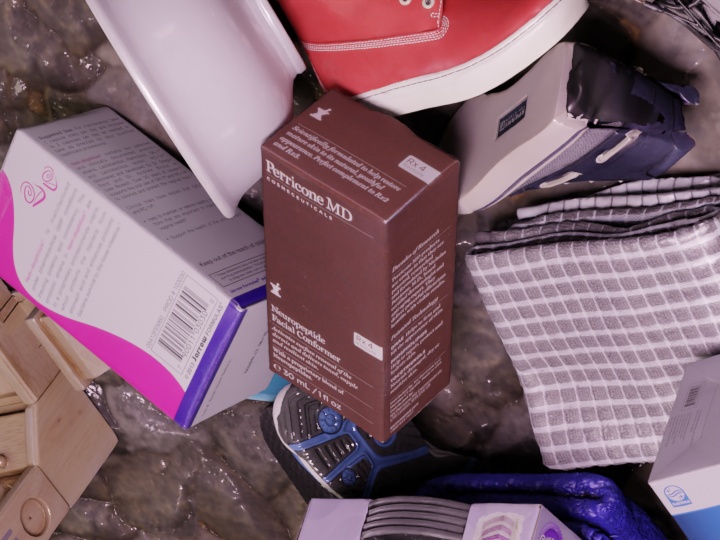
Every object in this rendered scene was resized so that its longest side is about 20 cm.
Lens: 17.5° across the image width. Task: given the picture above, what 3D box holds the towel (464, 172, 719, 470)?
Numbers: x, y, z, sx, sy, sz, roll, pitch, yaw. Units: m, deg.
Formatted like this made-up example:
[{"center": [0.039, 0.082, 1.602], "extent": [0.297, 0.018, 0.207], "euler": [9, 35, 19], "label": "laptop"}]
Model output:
[{"center": [0.170, 0.034, 1.399], "extent": [0.200, 0.086, 0.166], "euler": [-10, 118, 39], "label": "towel"}]

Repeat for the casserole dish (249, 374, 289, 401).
[{"center": [-0.053, 0.032, 1.580], "extent": [0.200, 0.039, 0.121], "euler": [4, 127, 32], "label": "casserole dish"}]

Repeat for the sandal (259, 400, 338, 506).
[{"center": [-0.016, 0.148, 1.643], "extent": [0.075, 0.045, 0.200], "euler": [36, 160, 42], "label": "sandal"}]

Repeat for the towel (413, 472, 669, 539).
[{"center": [0.134, 0.193, 1.515], "extent": [0.147, 0.050, 0.200], "euler": [-4, 148, 28], "label": "towel"}]

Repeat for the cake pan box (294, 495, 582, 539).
[{"center": [0.080, 0.204, 1.468], "extent": [0.184, 0.052, 0.200], "euler": [-6, 147, 39], "label": "cake pan box"}]

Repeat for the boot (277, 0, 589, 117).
[{"center": [0.026, -0.169, 1.341], "extent": [0.200, 0.072, 0.144], "euler": [-15, 114, 44], "label": "boot"}]

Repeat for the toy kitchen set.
[{"center": [-0.263, 0.103, 1.673], "extent": [0.163, 0.181, 0.200], "euler": [-13, 121, 39], "label": "toy kitchen set"}]

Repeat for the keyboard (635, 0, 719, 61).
[{"center": [0.201, -0.168, 1.260], "extent": [0.200, 0.040, 0.104], "euler": [41, 113, -1], "label": "keyboard"}]

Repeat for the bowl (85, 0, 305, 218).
[{"center": [-0.094, -0.138, 1.397], "extent": [0.090, 0.201, 0.201], "euler": [-31, 110, 0], "label": "bowl"}]

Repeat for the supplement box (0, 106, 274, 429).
[{"center": [-0.141, -0.006, 1.517], "extent": [0.200, 0.103, 0.101], "euler": [37, 120, 18], "label": "supplement box"}]

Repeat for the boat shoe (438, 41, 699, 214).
[{"center": [0.117, -0.069, 1.360], "extent": [0.093, 0.075, 0.200], "euler": [16, 163, -19], "label": "boat shoe"}]

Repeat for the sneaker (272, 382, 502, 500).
[{"center": [0.010, 0.133, 1.558], "extent": [0.200, 0.076, 0.077], "euler": [36, 159, -33], "label": "sneaker"}]

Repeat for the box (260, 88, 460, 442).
[{"center": [0.000, 0.000, 1.412], "extent": [0.100, 0.075, 0.200], "euler": [31, 142, 27], "label": "box"}]

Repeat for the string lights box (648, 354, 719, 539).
[{"center": [0.245, 0.150, 1.320], "extent": [0.059, 0.103, 0.200], "euler": [-20, 119, 35], "label": "string lights box"}]
